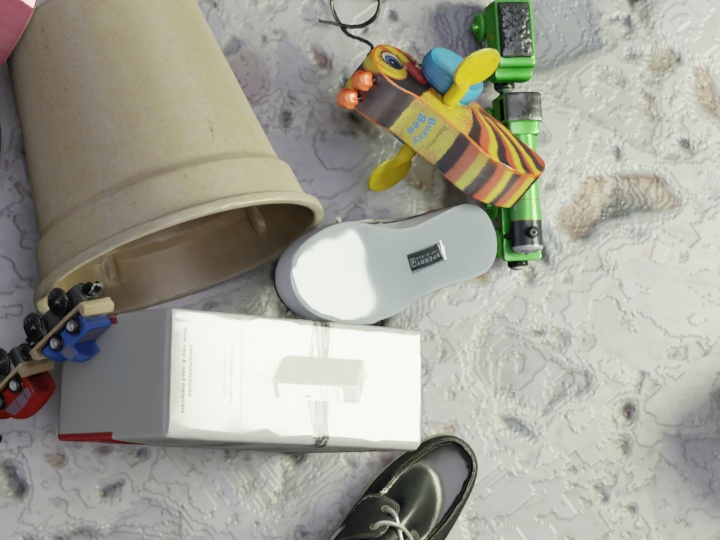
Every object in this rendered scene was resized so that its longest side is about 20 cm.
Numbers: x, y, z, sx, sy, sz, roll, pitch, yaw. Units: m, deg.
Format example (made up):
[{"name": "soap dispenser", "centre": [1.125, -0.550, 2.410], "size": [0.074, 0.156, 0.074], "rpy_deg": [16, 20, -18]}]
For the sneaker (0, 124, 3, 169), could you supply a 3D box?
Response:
[{"name": "sneaker", "centre": [-0.282, -0.025, 1.427], "size": [0.077, 0.085, 0.200], "rpy_deg": [19, 101, -23]}]

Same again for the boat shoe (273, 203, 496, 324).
[{"name": "boat shoe", "centre": [-0.001, -0.005, 1.514], "size": [0.202, 0.086, 0.075], "rpy_deg": [-19, 96, -45]}]

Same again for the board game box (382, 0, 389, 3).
[{"name": "board game box", "centre": [0.082, -0.296, 1.610], "size": [0.200, 0.034, 0.135], "rpy_deg": [-23, 91, -16]}]

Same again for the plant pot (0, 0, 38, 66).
[{"name": "plant pot", "centre": [-0.309, -0.211, 1.424], "size": [0.179, 0.200, 0.200], "rpy_deg": [25, 78, -28]}]

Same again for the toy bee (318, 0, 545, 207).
[{"name": "toy bee", "centre": [0.030, -0.112, 1.523], "size": [0.200, 0.109, 0.131], "rpy_deg": [26, 115, 19]}]

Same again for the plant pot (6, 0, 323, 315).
[{"name": "plant pot", "centre": [-0.147, -0.089, 1.459], "size": [0.200, 0.200, 0.184], "rpy_deg": [-16, 77, -16]}]

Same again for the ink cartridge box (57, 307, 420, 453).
[{"name": "ink cartridge box", "centre": [-0.078, 0.076, 1.442], "size": [0.200, 0.144, 0.084], "rpy_deg": [7, 81, -36]}]

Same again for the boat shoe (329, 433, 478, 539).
[{"name": "boat shoe", "centre": [0.016, 0.195, 1.526], "size": [0.072, 0.068, 0.200], "rpy_deg": [45, 74, -5]}]

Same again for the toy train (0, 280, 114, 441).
[{"name": "toy train", "centre": [-0.224, 0.074, 1.422], "size": [0.034, 0.200, 0.046], "rpy_deg": [-10, 62, -54]}]

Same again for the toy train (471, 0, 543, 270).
[{"name": "toy train", "centre": [0.112, -0.101, 1.587], "size": [0.042, 0.056, 0.200], "rpy_deg": [-3, 85, -15]}]
